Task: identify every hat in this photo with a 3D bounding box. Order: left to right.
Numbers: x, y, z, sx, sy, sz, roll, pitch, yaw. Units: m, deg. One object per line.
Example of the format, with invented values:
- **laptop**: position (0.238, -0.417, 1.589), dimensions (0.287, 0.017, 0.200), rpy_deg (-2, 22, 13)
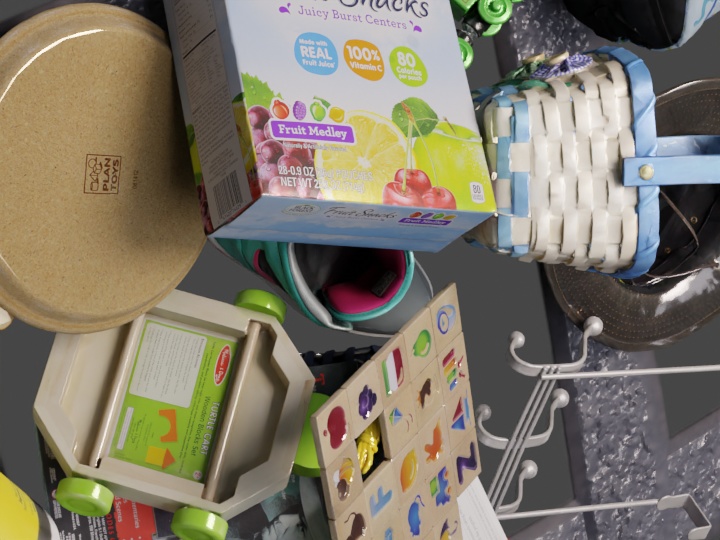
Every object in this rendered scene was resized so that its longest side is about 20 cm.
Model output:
- **hat**: position (0.202, -0.049, 1.525), dimensions (0.200, 0.081, 0.202), rpy_deg (-8, 116, -17)

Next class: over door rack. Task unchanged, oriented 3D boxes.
- **over door rack**: position (0.168, 0.108, 1.522), dimensions (0.199, 0.067, 0.148), rpy_deg (6, 128, -19)

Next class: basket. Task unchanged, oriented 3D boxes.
- **basket**: position (0.157, -0.066, 1.354), dimensions (0.199, 0.176, 0.140), rpy_deg (1, 95, -15)

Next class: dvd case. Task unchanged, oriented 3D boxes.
- **dvd case**: position (-0.087, 0.138, 1.324), dimensions (0.199, 0.022, 0.147), rpy_deg (-9, 80, -11)

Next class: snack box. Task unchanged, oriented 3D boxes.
- **snack box**: position (-0.022, -0.117, 1.277), dimensions (0.168, 0.068, 0.201), rpy_deg (2, 66, -37)

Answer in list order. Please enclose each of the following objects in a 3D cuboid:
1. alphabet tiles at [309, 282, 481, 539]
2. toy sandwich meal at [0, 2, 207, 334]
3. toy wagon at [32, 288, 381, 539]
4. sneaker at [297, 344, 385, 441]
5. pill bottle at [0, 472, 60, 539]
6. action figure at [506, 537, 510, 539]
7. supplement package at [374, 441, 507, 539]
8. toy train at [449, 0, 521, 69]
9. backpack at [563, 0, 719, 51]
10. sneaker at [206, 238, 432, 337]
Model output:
- **alphabet tiles**: position (0.029, 0.133, 1.317), dimensions (0.167, 0.008, 0.201), rpy_deg (-42, 131, -49)
- **toy sandwich meal**: position (-0.169, -0.053, 1.260), dimensions (0.204, 0.070, 0.206), rpy_deg (-7, 101, -39)
- **toy wagon**: position (-0.087, 0.083, 1.300), dimensions (0.199, 0.040, 0.156), rpy_deg (16, 64, -2)
- **sneaker**: position (-0.033, 0.075, 1.385), dimensions (0.199, 0.070, 0.082), rpy_deg (-26, 116, -15)
- **pill bottle**: position (-0.267, 0.127, 1.217), dimensions (0.114, 0.114, 0.200), rpy_deg (-51, 128, -10)
- **action figure**: position (0.082, 0.224, 1.467), dimensions (0.065, 0.200, 0.052), rpy_deg (-37, 86, 10)
- **supplement package**: position (-0.023, 0.184, 1.417), dimensions (0.200, 0.114, 0.110), rpy_deg (-40, 127, -19)
- **toy train**: position (0.038, -0.135, 1.389), dimensions (0.056, 0.042, 0.200), rpy_deg (40, 76, -1)
- **backpack**: position (0.180, -0.235, 1.399), dimensions (0.154, 0.163, 0.201), rpy_deg (-32, 130, -41)
- **sneaker**: position (0.000, 0.000, 1.364), dimensions (0.200, 0.121, 0.084), rpy_deg (29, 89, -40)
